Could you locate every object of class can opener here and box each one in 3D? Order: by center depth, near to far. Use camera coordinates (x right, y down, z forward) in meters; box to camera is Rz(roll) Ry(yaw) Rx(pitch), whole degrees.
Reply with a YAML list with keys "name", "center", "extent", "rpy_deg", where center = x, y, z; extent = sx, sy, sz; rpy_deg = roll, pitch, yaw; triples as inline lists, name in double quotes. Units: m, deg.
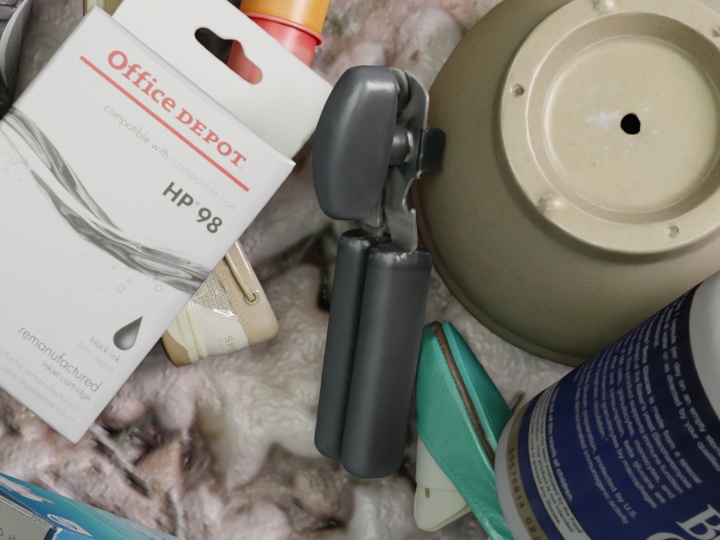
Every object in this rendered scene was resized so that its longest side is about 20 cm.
- name: "can opener"
  center: [0.000, 0.000, 0.765]
  extent: [0.066, 0.053, 0.200]
  rpy_deg: [-5, 108, -29]

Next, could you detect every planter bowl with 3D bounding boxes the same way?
- name: "planter bowl"
  center: [0.121, -0.057, 0.758]
  extent: [0.200, 0.135, 0.200]
  rpy_deg: [0, 83, 3]

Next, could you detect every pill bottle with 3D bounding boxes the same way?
- name: "pill bottle"
  center: [0.158, 0.063, 0.687]
  extent: [0.111, 0.111, 0.200]
  rpy_deg: [56, 133, 8]

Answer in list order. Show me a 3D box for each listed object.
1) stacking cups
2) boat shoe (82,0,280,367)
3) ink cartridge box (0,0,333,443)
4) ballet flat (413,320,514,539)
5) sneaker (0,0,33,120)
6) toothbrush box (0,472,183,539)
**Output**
- name: "stacking cups"
  center: [-0.023, -0.178, 0.822]
  extent: [0.060, 0.061, 0.200]
  rpy_deg: [11, 87, 4]
- name: "boat shoe"
  center: [-0.090, -0.055, 0.802]
  extent: [0.065, 0.072, 0.200]
  rpy_deg: [-15, 88, -3]
- name: "ink cartridge box"
  center: [-0.111, -0.038, 0.735]
  extent: [0.116, 0.067, 0.200]
  rpy_deg: [38, 90, -5]
- name: "ballet flat"
  center: [0.067, 0.121, 0.775]
  extent: [0.070, 0.067, 0.200]
  rpy_deg: [-36, 80, 12]
- name: "sneaker"
  center: [-0.200, -0.122, 0.807]
  extent: [0.074, 0.079, 0.200]
  rpy_deg: [10, 87, -21]
- name: "toothbrush box"
  center: [-0.119, 0.185, 0.704]
  extent: [0.085, 0.200, 0.146]
  rpy_deg: [22, 82, 40]
